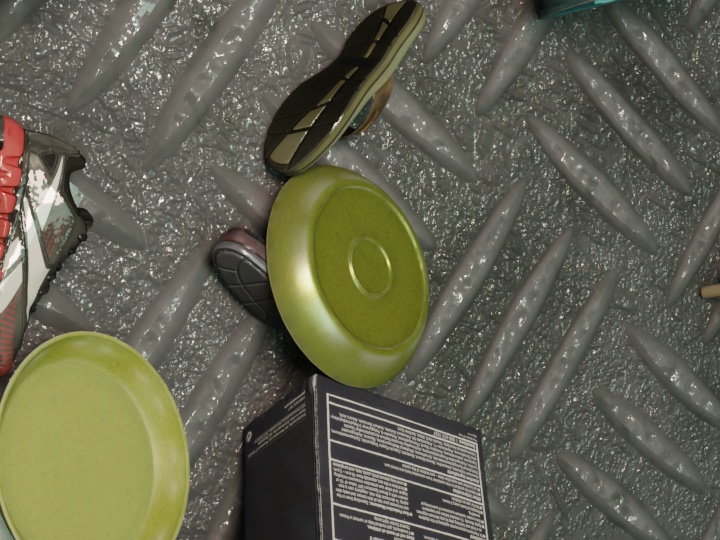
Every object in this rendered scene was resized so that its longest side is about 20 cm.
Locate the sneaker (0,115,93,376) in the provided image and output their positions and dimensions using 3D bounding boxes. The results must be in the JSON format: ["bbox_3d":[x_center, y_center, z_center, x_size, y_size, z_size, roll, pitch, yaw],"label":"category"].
[{"bbox_3d":[-0.255,-0.013,0.917,0.097,0.071,0.203,6,93,-30],"label":"sneaker"}]

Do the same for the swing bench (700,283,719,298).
[{"bbox_3d":[0.529,0.027,1.328,0.198,0.199,0.131,32,81,-31],"label":"swing bench"}]

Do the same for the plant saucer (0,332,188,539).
[{"bbox_3d":[-0.214,0.150,0.939,0.199,0.031,0.202,27,57,-49],"label":"plant saucer"}]

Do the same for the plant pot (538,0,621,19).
[{"bbox_3d":[0.242,-0.354,1.106,0.198,0.200,0.199,-18,99,-28],"label":"plant pot"}]

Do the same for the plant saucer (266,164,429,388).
[{"bbox_3d":[0.000,0.000,1.046,0.199,0.031,0.202,22,59,-42],"label":"plant saucer"}]

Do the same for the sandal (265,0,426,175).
[{"bbox_3d":[-0.003,-0.154,1.049,0.201,0.079,0.058,-49,132,-16],"label":"sandal"}]

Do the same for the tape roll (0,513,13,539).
[{"bbox_3d":[-0.319,0.272,0.924,0.200,0.071,0.205,-5,100,-31],"label":"tape roll"}]

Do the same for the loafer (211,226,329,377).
[{"bbox_3d":[-0.055,0.022,1.057,0.200,0.071,0.063,48,54,-34],"label":"loafer"}]

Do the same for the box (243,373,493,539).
[{"bbox_3d":[0.007,0.226,1.035,0.199,0.123,0.200,22,46,-31],"label":"box"}]
